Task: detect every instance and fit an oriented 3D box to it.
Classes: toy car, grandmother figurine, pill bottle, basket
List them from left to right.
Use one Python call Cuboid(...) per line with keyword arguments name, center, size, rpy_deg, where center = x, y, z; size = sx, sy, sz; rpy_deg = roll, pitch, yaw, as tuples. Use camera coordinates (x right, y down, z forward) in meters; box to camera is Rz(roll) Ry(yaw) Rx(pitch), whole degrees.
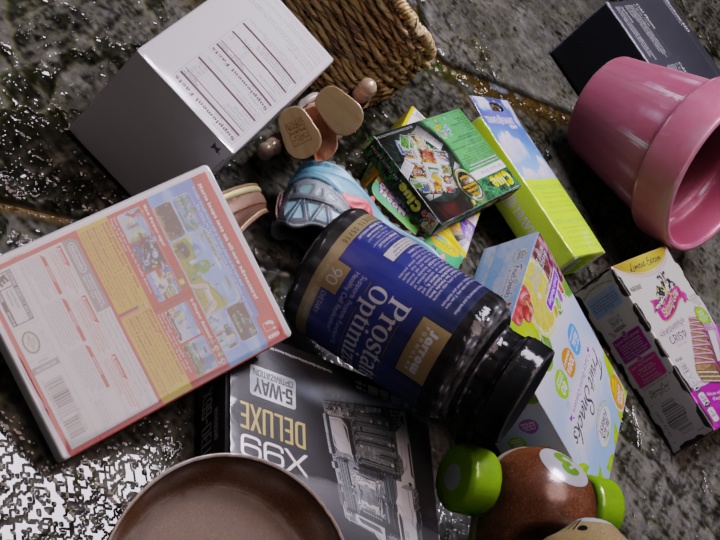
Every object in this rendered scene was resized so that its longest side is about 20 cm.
Cuboid(name="grandmother figurine", center=(-0.037, -0.130, 1.207), size=(0.200, 0.120, 0.061), rpy_deg=(-73, 143, -82))
Cuboid(name="basket", center=(-0.002, -0.279, 1.350), size=(0.201, 0.149, 0.142), rpy_deg=(55, 37, 8))
Cuboid(name="pill bottle", center=(0.048, 0.046, 1.072), size=(0.199, 0.112, 0.112), rpy_deg=(32, 34, 14))
Cuboid(name="toy car", center=(0.172, 0.216, 1.039), size=(0.163, 0.199, 0.159), rpy_deg=(17, 76, -29))

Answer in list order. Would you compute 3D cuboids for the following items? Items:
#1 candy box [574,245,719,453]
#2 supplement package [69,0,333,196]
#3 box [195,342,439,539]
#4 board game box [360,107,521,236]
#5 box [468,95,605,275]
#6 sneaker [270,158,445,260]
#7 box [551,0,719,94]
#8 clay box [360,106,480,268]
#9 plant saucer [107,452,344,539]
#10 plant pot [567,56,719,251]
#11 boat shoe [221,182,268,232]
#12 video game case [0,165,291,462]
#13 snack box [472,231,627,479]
Cuboid(name="candy box", center=(0.334, 0.081, 1.461), size=(0.136, 0.061, 0.201), rpy_deg=(-17, 72, -50))
Cuboid(name="supplement package", center=(-0.129, -0.149, 1.138), size=(0.110, 0.114, 0.200), rpy_deg=(47, 36, -7))
Cuboid(name="box", center=(-0.032, 0.146, 1.039), size=(0.199, 0.050, 0.159), rpy_deg=(24, 44, -30))
Cuboid(name="board game box", center=(0.081, -0.097, 1.290), size=(0.105, 0.023, 0.200), rpy_deg=(51, 30, 8))
Cuboid(name="box", center=(0.173, -0.088, 1.431), size=(0.201, 0.048, 0.122), rpy_deg=(58, 23, 11))
Cuboid(name="sneaker", center=(0.000, 0.000, 1.195), size=(0.200, 0.079, 0.096), rpy_deg=(41, 55, -5))
Cuboid(name="box", center=(0.373, -0.240, 1.739), size=(0.182, 0.104, 0.201), rpy_deg=(-19, 74, -50))
Cuboid(name="clay box", center=(0.057, -0.069, 1.298), size=(0.115, 0.048, 0.200), rpy_deg=(43, 30, -10))
Cuboid(name="plant saucer", center=(-0.089, 0.222, 0.891), size=(0.199, 0.032, 0.202), rpy_deg=(11, 71, -33))
Cuboid(name="plant pot", center=(0.345, -0.151, 1.558), size=(0.179, 0.201, 0.199), rpy_deg=(37, 28, 33))
Cuboid(name="boat shoe", center=(-0.135, -0.005, 1.050), size=(0.068, 0.072, 0.200), rpy_deg=(54, 43, -3))
Cuboid(name="video game case", center=(-0.159, 0.026, 0.961), size=(0.199, 0.017, 0.144), rpy_deg=(-28, 92, -32))
Cuboid(name="snack box", center=(0.163, 0.096, 1.221), size=(0.201, 0.067, 0.169), rpy_deg=(59, 32, -25))
